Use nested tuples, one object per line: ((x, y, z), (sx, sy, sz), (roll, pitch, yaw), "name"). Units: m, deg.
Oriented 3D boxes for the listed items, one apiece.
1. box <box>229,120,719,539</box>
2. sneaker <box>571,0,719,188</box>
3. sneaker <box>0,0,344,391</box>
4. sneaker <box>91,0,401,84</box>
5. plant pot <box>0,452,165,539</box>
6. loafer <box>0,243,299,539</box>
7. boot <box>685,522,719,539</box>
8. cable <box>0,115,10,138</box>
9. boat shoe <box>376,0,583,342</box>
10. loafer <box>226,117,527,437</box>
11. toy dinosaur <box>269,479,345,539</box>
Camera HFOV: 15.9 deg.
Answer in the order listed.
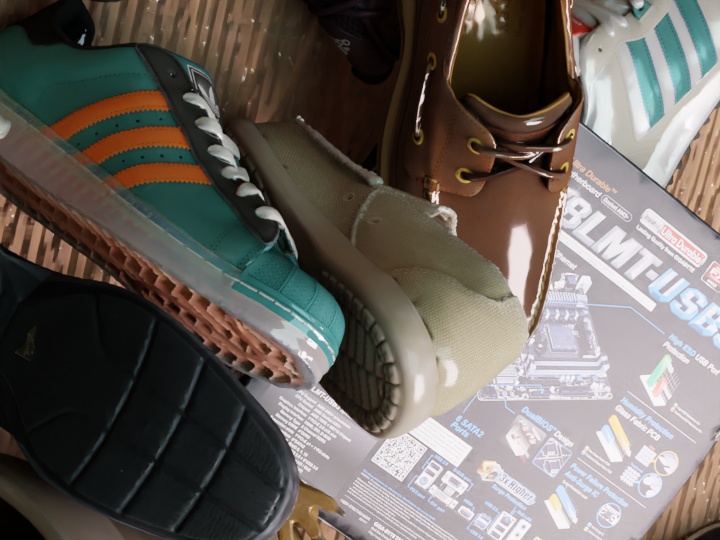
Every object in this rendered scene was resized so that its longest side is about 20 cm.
((0.061, 0.038, 1.094), (0.200, 0.050, 0.199), (36, 91, -25), "box")
((0.115, -0.104, 1.129), (0.093, 0.070, 0.200), (31, 88, -47), "sneaker")
((-0.069, -0.036, 0.918), (0.080, 0.200, 0.071), (-46, 150, -14), "sneaker")
((-0.023, -0.115, 1.012), (0.200, 0.076, 0.116), (-28, 124, -30), "sneaker")
((-0.114, 0.164, 0.976), (0.173, 0.200, 0.201), (2, 105, -57), "plant pot")
((-0.098, 0.039, 0.923), (0.073, 0.200, 0.072), (-57, 156, -1), "loafer")
((0.140, 0.223, 1.267), (0.200, 0.072, 0.145), (-18, 118, -38), "boot")
((-0.212, -0.102, 0.882), (0.200, 0.097, 0.050), (54, 35, -18), "cable")
((0.050, -0.058, 1.000), (0.072, 0.068, 0.201), (-5, 107, -18), "boat shoe")
((0.000, 0.000, 0.975), (0.068, 0.200, 0.076), (-7, 120, -22), "loafer")
((-0.049, 0.083, 0.989), (0.060, 0.106, 0.200), (-31, 88, -5), "toy dinosaur")
